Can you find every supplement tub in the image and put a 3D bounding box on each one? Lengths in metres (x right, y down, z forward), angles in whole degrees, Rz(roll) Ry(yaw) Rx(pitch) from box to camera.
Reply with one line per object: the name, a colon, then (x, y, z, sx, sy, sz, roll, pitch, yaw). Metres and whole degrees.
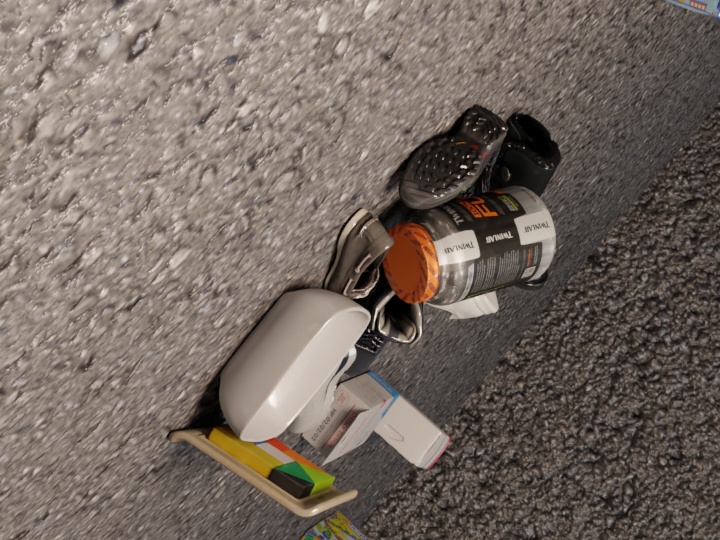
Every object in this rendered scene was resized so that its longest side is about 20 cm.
supplement tub: (0.132, -0.028, 1.593, 0.198, 0.123, 0.123, -15, 148, -33)

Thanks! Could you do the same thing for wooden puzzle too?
wooden puzzle: (-0.109, 0.226, 1.529, 0.038, 0.198, 0.185, -65, 165, 3)

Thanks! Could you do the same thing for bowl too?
bowl: (-0.084, 0.101, 1.523, 0.200, 0.074, 0.200, -51, 166, 4)

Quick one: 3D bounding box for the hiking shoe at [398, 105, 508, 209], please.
hiking shoe: (0.109, -0.115, 1.569, 0.200, 0.075, 0.101, -40, 160, -40)

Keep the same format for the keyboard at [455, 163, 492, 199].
keyboard: (0.144, -0.085, 1.748, 0.127, 0.020, 0.202, -41, 145, -33)

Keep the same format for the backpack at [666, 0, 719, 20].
backpack: (0.488, -0.446, 1.721, 0.134, 0.182, 0.202, -7, 124, -46)

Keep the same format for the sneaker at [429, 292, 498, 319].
sneaker: (0.111, 0.009, 1.731, 0.088, 0.076, 0.200, -20, 136, 18)

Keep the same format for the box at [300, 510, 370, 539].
box: (-0.095, 0.676, 2.919, 0.201, 0.122, 0.192, -54, 166, 15)

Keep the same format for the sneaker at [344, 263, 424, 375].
sneaker: (0.020, 0.078, 1.673, 0.147, 0.076, 0.204, -99, -149, -61)

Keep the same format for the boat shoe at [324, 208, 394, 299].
boat shoe: (0.000, 0.000, 1.561, 0.067, 0.057, 0.201, -44, 165, -24)

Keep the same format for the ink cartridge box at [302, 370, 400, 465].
ink cartridge box: (-0.020, 0.238, 2.107, 0.116, 0.068, 0.200, -54, 167, 14)

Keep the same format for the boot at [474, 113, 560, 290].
boot: (0.230, -0.097, 1.802, 0.075, 0.202, 0.169, -6, 148, -22)

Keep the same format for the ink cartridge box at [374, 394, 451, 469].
ink cartridge box: (0.089, 0.301, 2.460, 0.083, 0.146, 0.200, -50, 167, -3)

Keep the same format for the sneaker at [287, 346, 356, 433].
sneaker: (-0.077, 0.149, 1.713, 0.080, 0.076, 0.201, -22, 147, -39)
